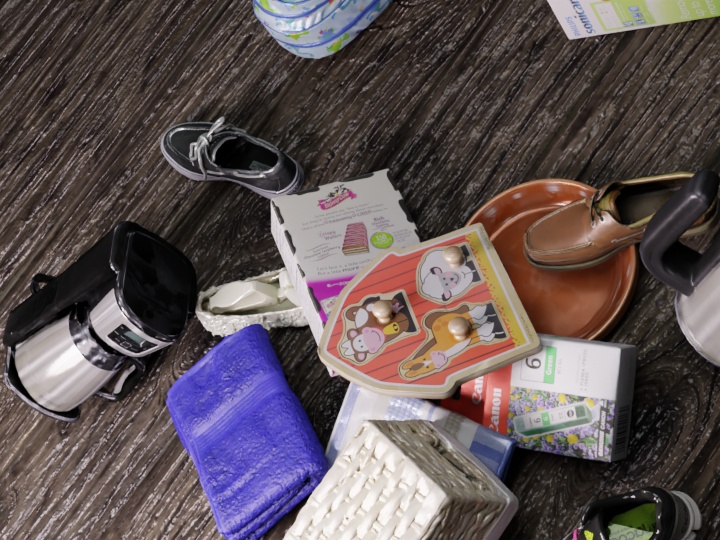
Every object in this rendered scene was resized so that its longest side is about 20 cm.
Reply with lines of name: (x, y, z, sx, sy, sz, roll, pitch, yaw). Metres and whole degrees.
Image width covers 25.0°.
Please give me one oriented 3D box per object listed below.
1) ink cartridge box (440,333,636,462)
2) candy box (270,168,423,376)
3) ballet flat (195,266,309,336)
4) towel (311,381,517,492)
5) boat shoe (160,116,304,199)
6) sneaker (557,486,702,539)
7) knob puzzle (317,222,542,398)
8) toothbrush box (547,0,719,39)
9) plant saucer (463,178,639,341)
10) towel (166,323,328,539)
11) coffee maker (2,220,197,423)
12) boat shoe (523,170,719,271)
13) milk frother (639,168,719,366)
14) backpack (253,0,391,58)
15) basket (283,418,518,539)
ink cartridge box: (0.160, 0.115, 1.559, 0.199, 0.050, 0.109, 6, 93, 28)
candy box: (0.000, 0.000, 1.679, 0.136, 0.061, 0.200, -14, 57, -14)
ballet flat: (-0.090, 0.027, 1.738, 0.199, 0.072, 0.072, -16, 60, 18)
towel: (0.049, 0.198, 1.587, 0.199, 0.024, 0.147, 20, 93, 33)
boat shoe: (-0.158, -0.134, 1.848, 0.199, 0.068, 0.074, 26, 79, 33)
sneaker: (0.210, 0.253, 1.466, 0.200, 0.087, 0.074, -32, 56, 9)
knob puzzle: (0.051, 0.042, 1.565, 0.219, 0.031, 0.220, -9, 48, 10)
toothbrush box: (0.291, -0.324, 1.677, 0.199, 0.146, 0.086, -4, 65, 23)
plant saucer: (0.184, 0.003, 1.636, 0.200, 0.032, 0.201, -11, 62, 22)
towel: (-0.124, 0.168, 1.675, 0.148, 0.049, 0.200, -44, 53, 20)
coffee maker: (-0.287, 0.036, 1.758, 0.200, 0.134, 0.193, -35, 61, 29)
boat shoe: (0.246, -0.057, 1.575, 0.199, 0.068, 0.072, -18, 61, 17)
milk frother: (0.374, -0.045, 1.460, 0.180, 0.188, 0.200, 43, 60, 8)
backpack: (-0.035, -0.342, 1.861, 0.163, 0.154, 0.200, 41, 100, 28)
basket: (0.025, 0.249, 1.505, 0.135, 0.123, 0.200, 40, 104, 32)
